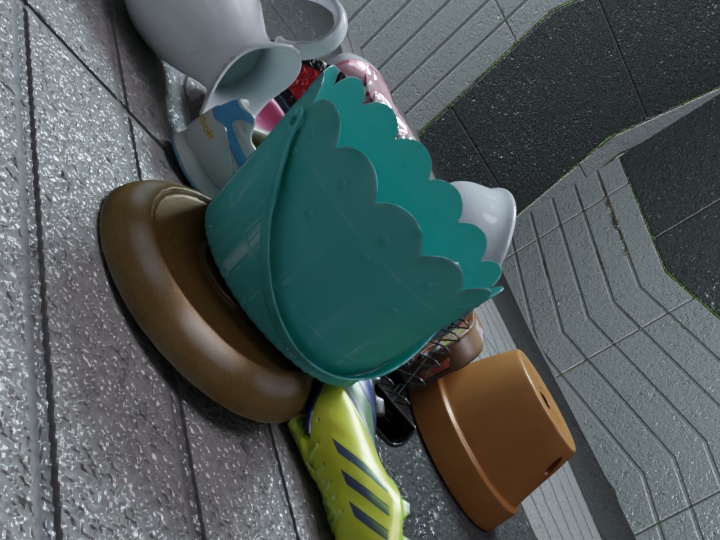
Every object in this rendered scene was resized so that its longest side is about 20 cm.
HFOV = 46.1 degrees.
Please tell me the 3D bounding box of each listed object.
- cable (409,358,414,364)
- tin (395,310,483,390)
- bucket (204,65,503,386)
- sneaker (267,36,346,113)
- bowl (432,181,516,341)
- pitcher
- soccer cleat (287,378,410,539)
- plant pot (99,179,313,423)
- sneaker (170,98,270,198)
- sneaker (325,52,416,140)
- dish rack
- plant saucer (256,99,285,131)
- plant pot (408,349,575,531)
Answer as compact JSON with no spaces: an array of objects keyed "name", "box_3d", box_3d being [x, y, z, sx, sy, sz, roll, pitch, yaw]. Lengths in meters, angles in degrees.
[{"name":"cable","box_3d":[0.006,0.083,0.900,0.098,0.050,0.200,60,23,-5]},{"name":"tin","box_3d":[0.099,0.093,1.044,0.042,0.111,0.200,57,13,-3]},{"name":"bucket","box_3d":[-0.006,-0.025,0.618,0.207,0.134,0.208,44,20,-20]},{"name":"sneaker","box_3d":[-0.078,-0.219,1.031,0.198,0.080,0.096,34,-8,7]},{"name":"bowl","box_3d":[0.085,-0.027,0.979,0.090,0.202,0.202,30,21,-16]},{"name":"pitcher","box_3d":[-0.121,-0.245,0.793,0.201,0.170,0.122,54,-11,23]},{"name":"soccer cleat","box_3d":[-0.017,0.143,0.622,0.083,0.065,0.202,17,38,-26]},{"name":"plant pot","box_3d":[-0.095,0.012,0.590,0.200,0.027,0.201,47,17,-19]},{"name":"sneaker","box_3d":[-0.082,-0.068,0.769,0.200,0.080,0.077,49,14,-46]},{"name":"sneaker","box_3d":[0.024,-0.200,1.146,0.200,0.075,0.105,49,11,-48]},{"name":"dish rack","box_3d":[0.037,0.039,0.784,0.054,0.201,0.154,8,-38,55]},{"name":"plant saucer","box_3d":[-0.098,-0.124,0.902,0.202,0.050,0.201,55,11,-16]},{"name":"plant pot","box_3d":[0.167,0.189,1.024,0.201,0.139,0.201,54,14,-20]}]
